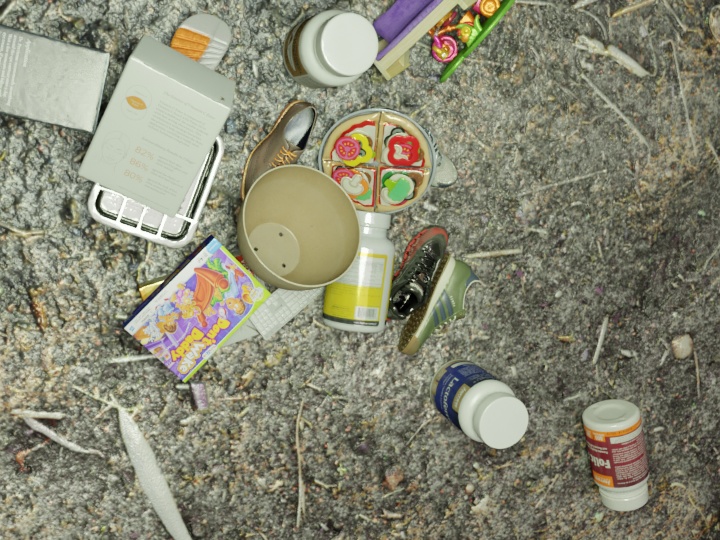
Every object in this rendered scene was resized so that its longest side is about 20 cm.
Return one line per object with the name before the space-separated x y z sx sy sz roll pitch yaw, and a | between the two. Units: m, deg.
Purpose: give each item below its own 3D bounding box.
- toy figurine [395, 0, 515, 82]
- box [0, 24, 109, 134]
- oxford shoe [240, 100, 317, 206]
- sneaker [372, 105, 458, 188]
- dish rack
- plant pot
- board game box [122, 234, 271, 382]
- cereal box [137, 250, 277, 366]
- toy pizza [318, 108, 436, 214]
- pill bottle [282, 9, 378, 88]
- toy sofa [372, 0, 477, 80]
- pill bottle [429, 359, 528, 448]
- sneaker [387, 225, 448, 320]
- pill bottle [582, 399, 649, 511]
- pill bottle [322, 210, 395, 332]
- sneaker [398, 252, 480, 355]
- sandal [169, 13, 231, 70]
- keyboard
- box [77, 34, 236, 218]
toy figurine | 0.135 -0.452 1.376 0.184 0.150 0.200 39 111 -8
box | -0.465 -0.269 1.148 0.199 0.197 0.118 11 96 -21
oxford shoe | -0.135 -0.191 1.342 0.071 0.073 0.200 27 91 -22
sneaker | 0.098 -0.207 1.409 0.200 0.085 0.077 35 81 -22
dish rack | -0.324 -0.151 1.302 0.171 0.044 0.201 20 94 -20
plant pot | -0.118 -0.052 1.320 0.200 0.134 0.201 10 68 -26
board game box | -0.262 0.061 1.320 0.200 0.045 0.134 -46 110 -7
cereal box | -0.253 0.060 1.369 0.199 0.040 0.144 -20 106 -14
toy pizza | 0.027 -0.175 1.372 0.199 0.032 0.201 2 126 3
pill bottle | -0.046 -0.344 1.274 0.114 0.200 0.115 -4 101 -18
toy sofa | 0.090 -0.407 1.309 0.098 0.200 0.083 50 41 -6
pill bottle | 0.213 0.241 1.479 0.115 0.200 0.116 -4 101 -18
sneaker | 0.100 0.009 1.451 0.071 0.098 0.201 37 86 -20
pill bottle | 0.521 0.375 1.658 0.114 0.114 0.201 -18 105 -15
pill bottle | 0.000 0.000 1.396 0.112 0.112 0.201 6 94 -20
sneaker | 0.151 0.076 1.495 0.090 0.067 0.201 27 88 -16
sandal | -0.277 -0.306 1.276 0.079 0.059 0.207 29 82 -16
keyboard | -0.105 0.035 1.407 0.200 0.011 0.056 -41 115 -22
box | -0.292 -0.207 1.183 0.152 0.106 0.200 26 117 -18
